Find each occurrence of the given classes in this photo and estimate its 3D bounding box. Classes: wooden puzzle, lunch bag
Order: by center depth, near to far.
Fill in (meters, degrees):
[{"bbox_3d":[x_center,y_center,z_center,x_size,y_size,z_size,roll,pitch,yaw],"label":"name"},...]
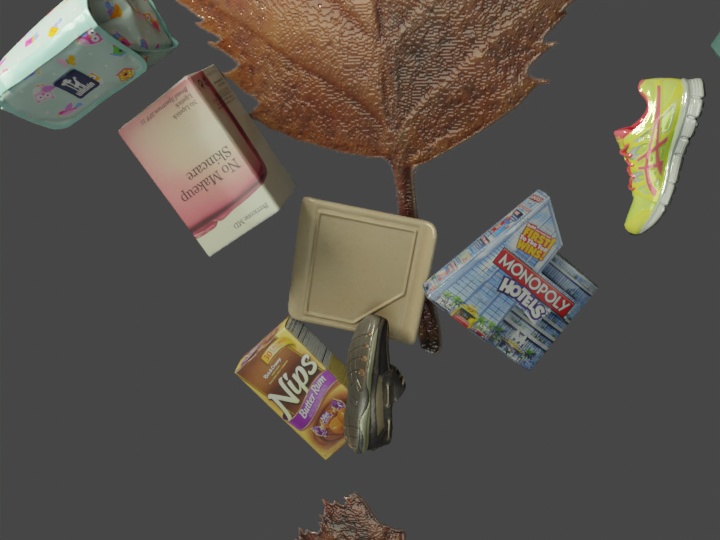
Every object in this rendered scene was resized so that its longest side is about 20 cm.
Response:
[{"bbox_3d":[-0.339,-0.264,0.932,0.168,0.201,0.123,-28,106,17],"label":"lunch bag"},{"bbox_3d":[0.000,0.000,1.086,0.196,0.037,0.188,13,114,7],"label":"wooden puzzle"}]

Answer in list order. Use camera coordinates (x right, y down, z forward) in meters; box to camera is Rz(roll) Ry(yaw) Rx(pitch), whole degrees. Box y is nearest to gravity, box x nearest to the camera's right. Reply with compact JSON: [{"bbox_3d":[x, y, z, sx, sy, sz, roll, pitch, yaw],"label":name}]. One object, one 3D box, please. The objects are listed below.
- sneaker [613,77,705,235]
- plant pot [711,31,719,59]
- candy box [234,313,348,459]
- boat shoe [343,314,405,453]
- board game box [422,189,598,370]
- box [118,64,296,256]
[{"bbox_3d":[0.357,-0.145,0.959,0.089,0.078,0.204,15,108,10],"label":"sneaker"},{"bbox_3d":[0.508,-0.274,0.847,0.199,0.142,0.141,-39,103,27],"label":"plant pot"},{"bbox_3d":[-0.078,0.176,1.155,0.116,0.057,0.200,-41,100,21],"label":"candy box"},{"bbox_3d":[0.022,0.160,1.095,0.072,0.074,0.204,1,105,-24],"label":"boat shoe"},{"bbox_3d":[0.220,0.007,1.025,0.199,0.062,0.201,35,102,-12],"label":"board game box"},{"bbox_3d":[-0.197,-0.145,1.010,0.127,0.109,0.201,-30,105,18],"label":"box"}]
